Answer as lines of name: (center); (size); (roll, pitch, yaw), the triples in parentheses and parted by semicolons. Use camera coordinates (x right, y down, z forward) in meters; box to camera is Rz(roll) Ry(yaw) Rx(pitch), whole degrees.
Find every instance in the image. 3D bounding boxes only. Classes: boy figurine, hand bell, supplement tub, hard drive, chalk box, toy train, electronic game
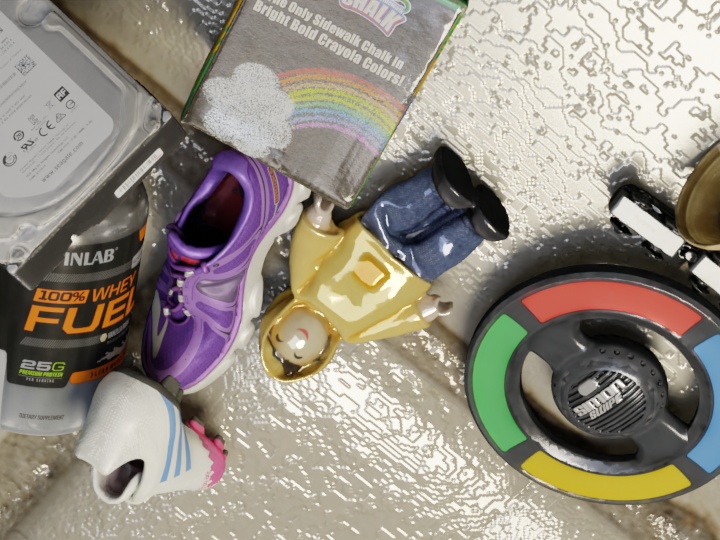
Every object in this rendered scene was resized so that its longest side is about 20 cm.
boy figurine: (0.000, 0.000, 1.448); (0.200, 0.064, 0.124); (-37, 111, 19)
hand bell: (0.306, 0.001, 1.418); (0.104, 0.104, 0.200); (-36, 122, 21)
supplement tub: (-0.208, -0.002, 1.433); (0.122, 0.123, 0.200); (12, 118, 0)
hard drive: (-0.222, -0.102, 1.344); (0.140, 0.038, 0.200); (-44, 65, -5)
chalk box: (-0.008, -0.166, 1.329); (0.124, 0.124, 0.200); (28, 116, -7)
toy train: (0.245, 0.008, 1.436); (0.200, 0.046, 0.034); (36, 110, -10)
electronic game: (0.169, 0.080, 1.468); (0.199, 0.042, 0.200); (7, 126, 10)

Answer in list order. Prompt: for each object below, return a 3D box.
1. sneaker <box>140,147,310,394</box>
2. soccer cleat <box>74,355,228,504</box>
sneaker: (-0.108, -0.006, 1.433); (0.081, 0.083, 0.200); (36, 118, 24)
soccer cleat: (-0.148, 0.125, 1.467); (0.070, 0.200, 0.086); (25, 75, 19)
